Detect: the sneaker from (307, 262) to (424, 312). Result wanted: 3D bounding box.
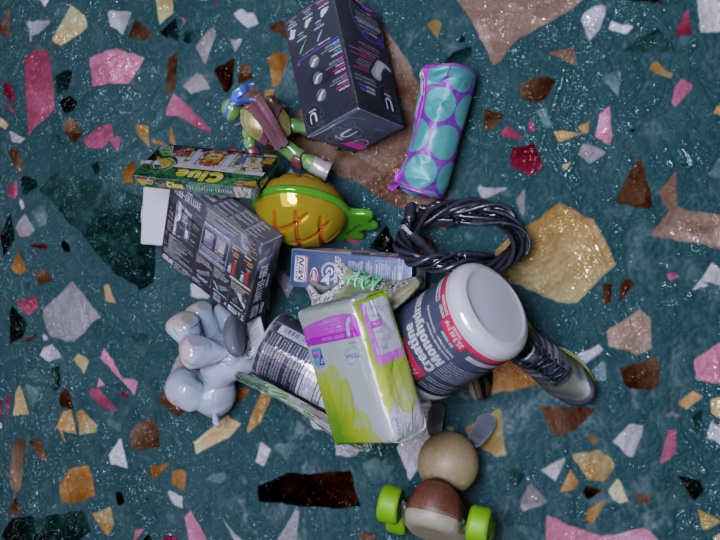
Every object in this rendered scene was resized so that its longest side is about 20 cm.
[{"bbox_3d":[-0.003,0.029,1.236,0.199,0.077,0.089,-19,101,28],"label":"sneaker"}]

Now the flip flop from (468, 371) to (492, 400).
[{"bbox_3d":[0.156,0.097,1.291,0.057,0.081,0.202,-8,94,35],"label":"flip flop"}]

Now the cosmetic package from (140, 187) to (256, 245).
[{"bbox_3d":[-0.270,-0.086,1.444,0.198,0.074,0.103,7,94,23],"label":"cosmetic package"}]

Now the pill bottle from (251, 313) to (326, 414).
[{"bbox_3d":[-0.057,0.155,1.294,0.199,0.106,0.107,27,100,10],"label":"pill bottle"}]

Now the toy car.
[{"bbox_3d":[0.132,0.305,1.290,0.163,0.158,0.202,9,66,17],"label":"toy car"}]

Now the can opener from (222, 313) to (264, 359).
[{"bbox_3d":[-0.191,0.060,1.374,0.052,0.066,0.201,-35,40,15],"label":"can opener"}]

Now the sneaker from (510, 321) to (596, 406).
[{"bbox_3d":[0.256,0.130,1.236,0.199,0.081,0.074,37,104,5],"label":"sneaker"}]

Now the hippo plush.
[{"bbox_3d":[-0.244,0.157,1.424,0.198,0.160,0.162,14,121,-21],"label":"hippo plush"}]

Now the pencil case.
[{"bbox_3d":[0.109,-0.209,1.285,0.092,0.085,0.202,10,97,-24],"label":"pencil case"}]

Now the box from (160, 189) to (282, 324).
[{"bbox_3d":[-0.221,-0.037,1.322,0.199,0.050,0.159,35,128,23],"label":"box"}]

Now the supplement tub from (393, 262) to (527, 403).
[{"bbox_3d":[0.118,0.093,1.178,0.200,0.140,0.141,-39,77,39],"label":"supplement tub"}]

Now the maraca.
[{"bbox_3d":[-0.070,-0.087,1.314,0.137,0.198,0.108,-29,50,58],"label":"maraca"}]

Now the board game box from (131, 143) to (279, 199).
[{"bbox_3d":[-0.232,-0.151,1.288,0.198,0.105,0.024,7,129,14],"label":"board game box"}]

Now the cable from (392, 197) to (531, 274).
[{"bbox_3d":[0.150,-0.049,1.247,0.198,0.164,0.051,11,129,12],"label":"cable"}]

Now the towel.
[{"bbox_3d":[-0.090,0.215,1.304,0.199,0.152,0.024,33,78,-22],"label":"towel"}]

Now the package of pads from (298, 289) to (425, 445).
[{"bbox_3d":[0.001,0.134,1.158,0.154,0.068,0.202,-16,91,54],"label":"package of pads"}]

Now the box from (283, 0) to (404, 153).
[{"bbox_3d":[-0.026,-0.298,1.292,0.105,0.122,0.202,-23,70,34],"label":"box"}]

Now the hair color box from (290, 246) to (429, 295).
[{"bbox_3d":[0.000,0.000,1.327,0.198,0.100,0.061,4,94,20],"label":"hair color box"}]

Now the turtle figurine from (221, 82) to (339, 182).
[{"bbox_3d":[-0.133,-0.205,1.374,0.192,0.144,0.201,21,129,-2],"label":"turtle figurine"}]
